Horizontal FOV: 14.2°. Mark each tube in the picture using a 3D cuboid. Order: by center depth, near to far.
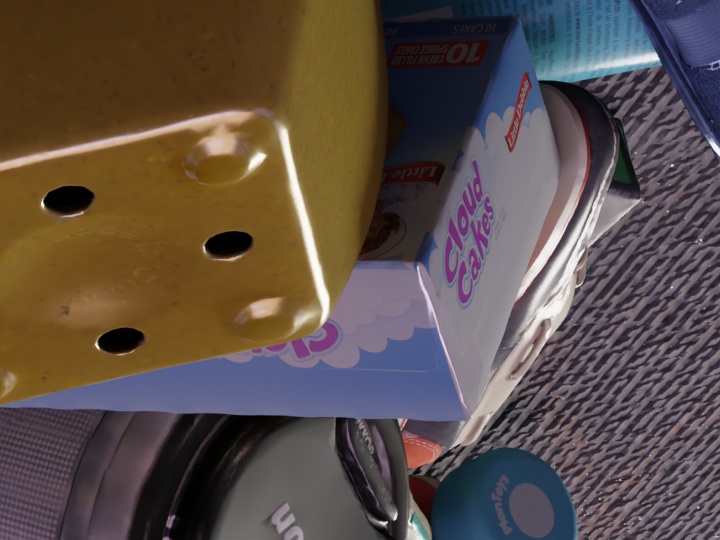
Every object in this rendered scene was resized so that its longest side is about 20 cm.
[{"bbox_3d":[0.071,-0.091,0.981,0.199,0.051,0.078,-11,145,-10],"label":"tube"}]

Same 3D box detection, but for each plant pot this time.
[{"bbox_3d":[-0.087,-0.079,0.797,0.195,0.201,0.194,-11,148,0],"label":"plant pot"}]

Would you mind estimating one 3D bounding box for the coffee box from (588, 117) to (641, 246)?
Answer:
[{"bbox_3d":[0.000,0.000,1.097,0.123,0.044,0.200,14,140,-35],"label":"coffee box"}]

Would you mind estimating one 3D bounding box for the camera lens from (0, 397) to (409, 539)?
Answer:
[{"bbox_3d":[-0.095,0.079,1.010,0.199,0.161,0.160,12,165,38],"label":"camera lens"}]

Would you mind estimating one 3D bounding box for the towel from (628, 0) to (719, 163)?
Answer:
[{"bbox_3d":[0.140,-0.108,0.941,0.111,0.049,0.200,-35,135,2],"label":"towel"}]

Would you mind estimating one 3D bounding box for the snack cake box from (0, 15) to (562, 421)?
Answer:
[{"bbox_3d":[-0.048,-0.017,0.913,0.199,0.115,0.067,0,132,24],"label":"snack cake box"}]

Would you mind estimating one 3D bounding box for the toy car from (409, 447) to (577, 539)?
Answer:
[{"bbox_3d":[-0.028,0.175,1.216,0.199,0.178,0.184,2,158,-38],"label":"toy car"}]

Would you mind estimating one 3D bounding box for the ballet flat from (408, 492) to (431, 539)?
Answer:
[{"bbox_3d":[-0.068,0.087,1.158,0.199,0.068,0.062,6,147,11],"label":"ballet flat"}]

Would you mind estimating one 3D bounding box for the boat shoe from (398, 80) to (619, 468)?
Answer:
[{"bbox_3d":[0.044,0.004,1.012,0.062,0.071,0.200,-4,144,-30],"label":"boat shoe"}]
